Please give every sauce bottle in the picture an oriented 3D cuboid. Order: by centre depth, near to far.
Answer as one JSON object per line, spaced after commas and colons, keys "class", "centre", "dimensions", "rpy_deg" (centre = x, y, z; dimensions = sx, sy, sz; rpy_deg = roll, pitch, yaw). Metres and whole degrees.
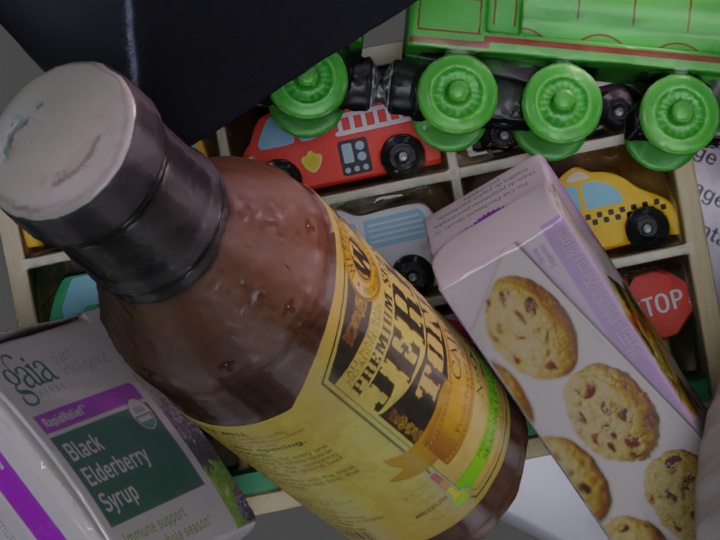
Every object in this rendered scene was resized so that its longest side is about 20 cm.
{"class": "sauce bottle", "centre": [-0.022, 0.014, 0.664], "dimensions": [0.064, 0.200, 0.065], "rpy_deg": [-12, 61, 23]}

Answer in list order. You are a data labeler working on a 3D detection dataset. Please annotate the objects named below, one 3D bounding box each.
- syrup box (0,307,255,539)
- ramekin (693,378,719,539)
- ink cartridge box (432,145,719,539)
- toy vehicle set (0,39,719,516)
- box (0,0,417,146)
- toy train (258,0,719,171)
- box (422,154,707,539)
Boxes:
{"class": "syrup box", "centre": [-0.132, 0.104, 0.740], "dimensions": [0.200, 0.079, 0.082], "rpy_deg": [-41, 81, 22]}
{"class": "ramekin", "centre": [0.177, 0.072, 0.705], "dimensions": [0.201, 0.094, 0.203], "rpy_deg": [13, 63, -28]}
{"class": "ink cartridge box", "centre": [0.106, -0.004, 0.811], "dimensions": [0.196, 0.043, 0.201], "rpy_deg": [27, 94, -7]}
{"class": "toy vehicle set", "centre": [0.000, 0.000, 0.771], "dimensions": [0.199, 0.027, 0.125], "rpy_deg": [-12, 94, -1]}
{"class": "box", "centre": [-0.038, -0.167, 0.678], "dimensions": [0.200, 0.118, 0.197], "rpy_deg": [-34, 65, -21]}
{"class": "toy train", "centre": [0.037, -0.061, 0.736], "dimensions": [0.199, 0.042, 0.057], "rpy_deg": [5, 83, -2]}
{"class": "box", "centre": [0.084, 0.057, 0.746], "dimensions": [0.041, 0.039, 0.200], "rpy_deg": [-29, 119, 10]}
